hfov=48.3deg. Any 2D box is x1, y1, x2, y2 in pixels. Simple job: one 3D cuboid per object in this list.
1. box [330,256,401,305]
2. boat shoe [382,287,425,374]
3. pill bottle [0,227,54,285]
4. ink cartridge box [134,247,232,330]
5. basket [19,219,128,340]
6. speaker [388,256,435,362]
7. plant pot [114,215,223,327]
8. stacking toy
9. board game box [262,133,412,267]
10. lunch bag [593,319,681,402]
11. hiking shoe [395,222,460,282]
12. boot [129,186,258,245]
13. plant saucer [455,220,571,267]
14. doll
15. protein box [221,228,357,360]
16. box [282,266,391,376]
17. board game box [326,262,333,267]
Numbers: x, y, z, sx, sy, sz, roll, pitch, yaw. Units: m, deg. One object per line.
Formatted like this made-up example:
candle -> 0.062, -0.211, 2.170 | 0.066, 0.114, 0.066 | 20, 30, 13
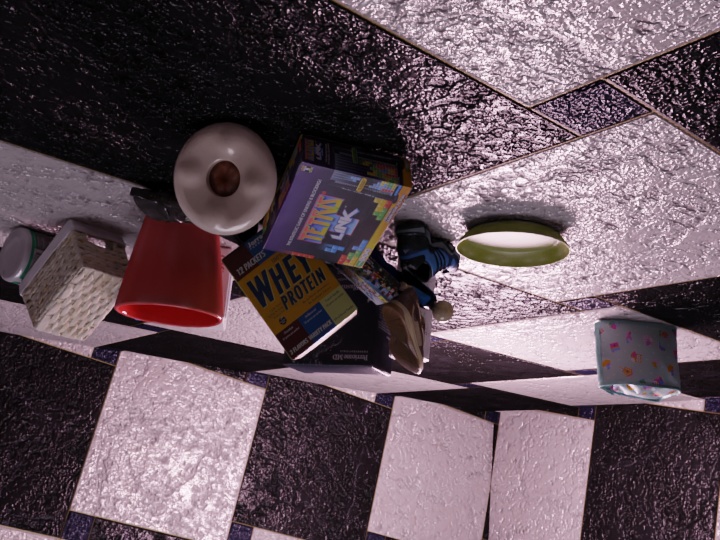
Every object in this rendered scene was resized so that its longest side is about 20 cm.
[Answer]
box -> 0.000, 0.000, 1.415 | 0.136, 0.038, 0.200 | 43, 174, -1
boat shoe -> 0.090, 0.106, 1.422 | 0.071, 0.072, 0.202 | 25, 149, 34
pill bottle -> -0.641, -0.008, 1.688 | 0.112, 0.115, 0.199 | -6, 160, 37
ink cartridge box -> -0.368, 0.032, 1.674 | 0.196, 0.150, 0.145 | 8, 165, -6
basket -> -0.558, 0.025, 1.585 | 0.200, 0.124, 0.135 | -46, 141, 19
speaker -> 0.102, 0.074, 1.557 | 0.079, 0.204, 0.081 | 5, 165, 1
plant pot -> -0.340, -0.002, 1.483 | 0.196, 0.181, 0.201 | 5, 164, 1
stacking toy -> -0.165, -0.125, 1.144 | 0.143, 0.149, 0.200 | 2, -177, 11
board game box -> -0.038, -0.093, 1.156 | 0.162, 0.058, 0.201 | 9, 143, -19
lunch bag -> 0.653, 0.214, 1.932 | 0.196, 0.174, 0.122 | 8, 157, -9
hiking shoe -> 0.117, -0.017, 1.443 | 0.073, 0.088, 0.199 | -5, 162, 34
boot -> -0.277, -0.095, 1.368 | 0.171, 0.071, 0.200 | 6, 162, 19
plant saucer -> 0.263, -0.048, 1.390 | 0.196, 0.032, 0.200 | 6, 165, 2
doll -> 0.085, 0.025, 1.455 | 0.199, 0.049, 0.136 | 41, -175, 10
protein box -> -0.113, 0.030, 1.361 | 0.134, 0.200, 0.200 | -36, 176, -3
box -> -0.039, 0.102, 1.613 | 0.193, 0.204, 0.117 | -2, 164, 21
board game box -> -0.088, -0.015, 1.642 | 0.119, 0.033, 0.198 | -4, 163, 45
